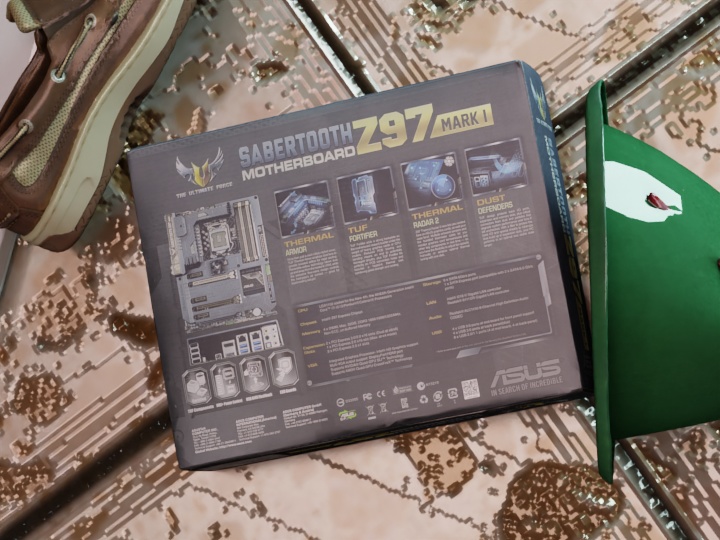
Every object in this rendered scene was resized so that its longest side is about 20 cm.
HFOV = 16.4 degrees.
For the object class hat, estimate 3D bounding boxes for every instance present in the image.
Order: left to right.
[{"bbox_3d":[0.188,0.015,1.076,0.176,0.166,0.200,-2,93,8],"label":"hat"}]

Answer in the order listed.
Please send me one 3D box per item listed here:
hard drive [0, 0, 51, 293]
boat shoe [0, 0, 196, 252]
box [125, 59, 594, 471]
[{"bbox_3d":[-0.225,-0.066,1.246,0.132,0.026,0.200,15,88,14],"label":"hard drive"},{"bbox_3d":[-0.132,-0.113,1.190,0.075,0.075,0.203,25,86,-19],"label":"boat shoe"},{"bbox_3d":[0.000,0.000,1.173,0.200,0.051,0.158,-13,82,13],"label":"box"}]
